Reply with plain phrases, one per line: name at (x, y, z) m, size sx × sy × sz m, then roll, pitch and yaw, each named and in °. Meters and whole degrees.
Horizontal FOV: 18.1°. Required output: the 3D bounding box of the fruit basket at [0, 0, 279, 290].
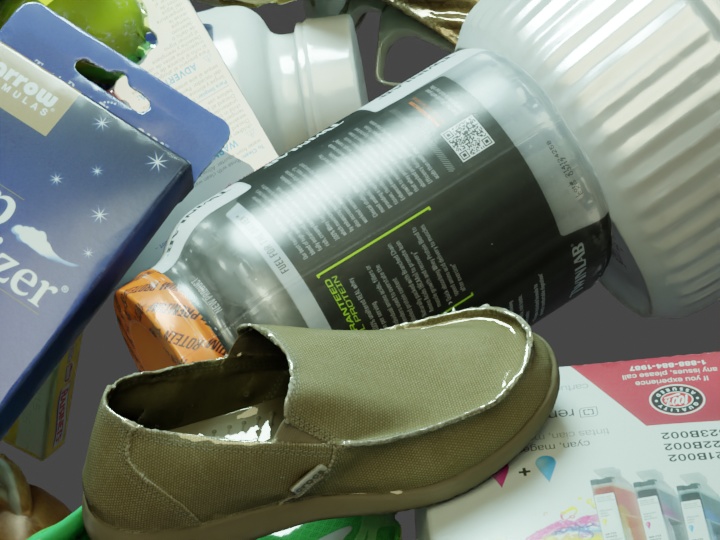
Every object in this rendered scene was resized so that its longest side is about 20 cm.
fruit basket at (-0.156, -0.078, 1.063) m, size 0.184 × 0.094 × 0.201 m, roll -30°, pitch 84°, yaw -3°

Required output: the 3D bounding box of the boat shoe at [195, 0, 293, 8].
boat shoe at (-0.057, -0.172, 1.162) m, size 0.199 × 0.066 × 0.075 m, roll 4°, pitch 95°, yaw 48°

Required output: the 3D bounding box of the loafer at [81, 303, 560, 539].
loafer at (-0.015, 0.055, 0.876) m, size 0.198 × 0.068 × 0.076 m, roll -20°, pitch 39°, yaw -13°

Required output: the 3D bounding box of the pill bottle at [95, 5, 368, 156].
pill bottle at (-0.095, -0.072, 1.146) m, size 0.198 × 0.111 × 0.112 m, roll -10°, pitch 65°, yaw 4°

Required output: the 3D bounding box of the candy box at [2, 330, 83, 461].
candy box at (-0.229, 0.010, 1.138) m, size 0.199 × 0.103 × 0.026 m, roll 26°, pitch 32°, yaw 17°

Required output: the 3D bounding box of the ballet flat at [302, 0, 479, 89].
ballet flat at (0.018, -0.136, 1.194) m, size 0.199 × 0.068 × 0.073 m, roll 30°, pitch 92°, yaw 15°

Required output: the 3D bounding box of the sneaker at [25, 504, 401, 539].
sneaker at (-0.075, 0.129, 0.921) m, size 0.198 × 0.084 × 0.075 m, roll -15°, pitch 62°, yaw -11°

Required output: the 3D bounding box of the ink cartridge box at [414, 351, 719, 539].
ink cartridge box at (0.099, 0.155, 0.904) m, size 0.144 × 0.146 × 0.201 m, roll -5°, pitch 39°, yaw -1°

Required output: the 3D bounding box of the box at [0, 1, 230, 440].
box at (-0.158, -0.022, 0.966) m, size 0.121 × 0.032 × 0.201 m, roll 32°, pitch 70°, yaw 11°

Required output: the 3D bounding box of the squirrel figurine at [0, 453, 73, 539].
squirrel figurine at (-0.101, 0.154, 1.044) m, size 0.200 × 0.142 × 0.187 m, roll -42°, pitch 55°, yaw -9°

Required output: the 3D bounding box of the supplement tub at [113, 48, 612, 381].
supplement tub at (0.000, 0.000, 0.983) m, size 0.199 × 0.123 × 0.123 m, roll -31°, pitch 65°, yaw -17°

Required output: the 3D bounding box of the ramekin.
ramekin at (0.131, -0.071, 1.067) m, size 0.105 × 0.200 × 0.201 m, roll -36°, pitch 66°, yaw -5°
